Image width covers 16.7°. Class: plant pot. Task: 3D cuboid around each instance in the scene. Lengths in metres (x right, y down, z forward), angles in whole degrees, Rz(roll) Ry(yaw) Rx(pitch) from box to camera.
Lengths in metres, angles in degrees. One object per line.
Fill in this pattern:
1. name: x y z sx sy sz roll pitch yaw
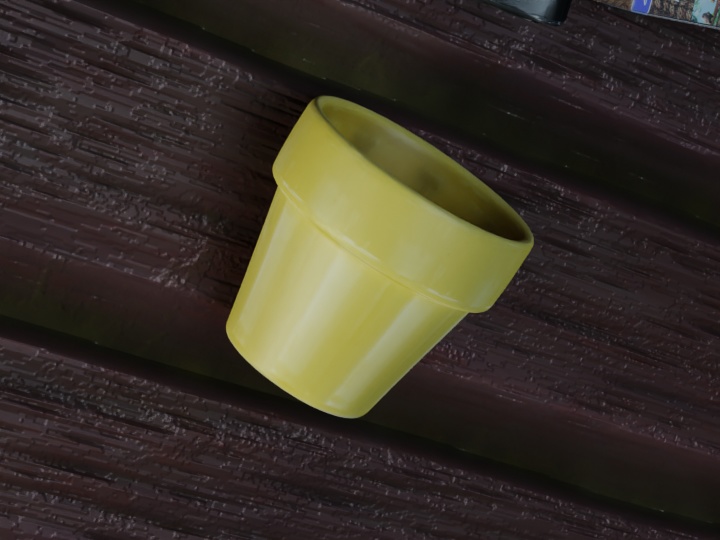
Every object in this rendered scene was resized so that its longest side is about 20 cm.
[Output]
1. plant pot: 0.000 0.000 1.854 0.200 0.201 0.190 24 106 -36

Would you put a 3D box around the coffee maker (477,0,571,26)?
1. coffee maker: 0.149 -0.291 1.849 0.135 0.191 0.201 -19 132 -64

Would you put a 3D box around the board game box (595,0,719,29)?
1. board game box: 0.283 -0.282 1.997 0.199 0.097 0.161 7 101 -34
